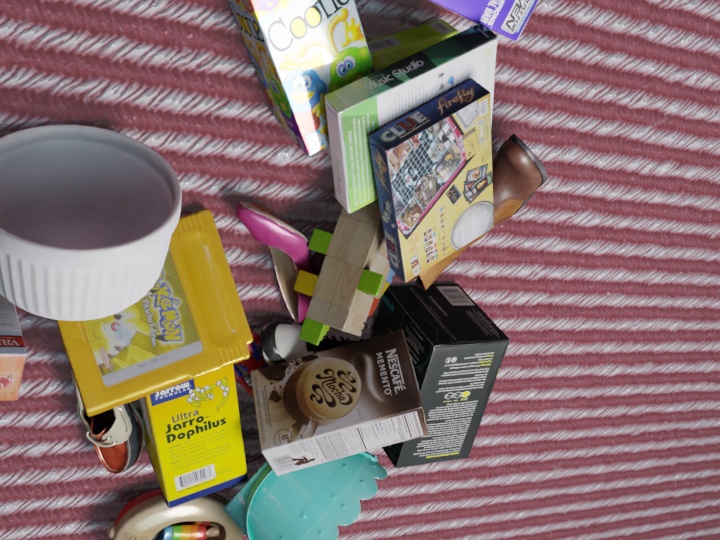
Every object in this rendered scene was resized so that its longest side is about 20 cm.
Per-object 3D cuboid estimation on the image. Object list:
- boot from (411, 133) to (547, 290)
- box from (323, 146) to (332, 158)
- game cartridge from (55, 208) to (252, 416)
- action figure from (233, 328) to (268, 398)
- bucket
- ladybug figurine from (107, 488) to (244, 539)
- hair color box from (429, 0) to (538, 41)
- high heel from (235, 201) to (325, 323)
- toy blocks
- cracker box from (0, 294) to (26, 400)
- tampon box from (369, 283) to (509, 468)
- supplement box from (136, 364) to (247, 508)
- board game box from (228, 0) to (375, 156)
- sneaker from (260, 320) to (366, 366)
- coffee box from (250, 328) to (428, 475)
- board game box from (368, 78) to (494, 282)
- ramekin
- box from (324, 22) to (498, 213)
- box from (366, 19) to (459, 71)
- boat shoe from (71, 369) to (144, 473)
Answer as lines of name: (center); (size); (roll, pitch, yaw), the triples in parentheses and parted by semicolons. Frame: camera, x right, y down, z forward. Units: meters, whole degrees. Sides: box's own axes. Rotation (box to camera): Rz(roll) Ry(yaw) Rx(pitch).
boot: (0.136, -0.070, 1.167); (0.199, 0.069, 0.188); (-40, 172, -8)
box: (0.044, -0.121, 1.075); (0.198, 0.042, 0.039); (20, 110, -36)
game cartridge: (-0.233, 0.043, 1.024); (0.198, 0.032, 0.179); (-19, 89, -18)
action figure: (-0.126, 0.133, 1.210); (0.065, 0.052, 0.200); (-37, 130, 4)
bucket: (-0.076, 0.298, 1.235); (0.208, 0.135, 0.207); (-48, 176, -4)
ladybug figurine: (-0.253, 0.349, 1.264); (0.198, 0.072, 0.137); (16, 113, -38)
hair color box: (0.084, -0.318, 0.980); (0.198, 0.109, 0.065); (12, 115, -35)
high heel: (-0.101, -0.007, 1.114); (0.096, 0.067, 0.200); (-55, 145, -1)
toy blocks: (0.000, 0.000, 1.132); (0.137, 0.099, 0.203); (28, 81, -72)
cracker box: (-0.403, 0.042, 0.877); (0.132, 0.200, 0.058); (5, 119, -32)
tampon box: (0.092, 0.142, 1.274); (0.125, 0.150, 0.202); (-1, 122, -29)
supplement box: (-0.213, 0.172, 1.140); (0.108, 0.109, 0.202); (-16, 128, -20)
board game box: (-0.061, -0.241, 0.950); (0.102, 0.105, 0.201); (-29, 131, -10)
sneaker: (-0.045, 0.100, 1.202); (0.079, 0.075, 0.199); (-22, 153, 39)
coffee box: (-0.025, 0.162, 1.134); (0.197, 0.114, 0.080); (-16, 144, 2)
board game box: (0.083, -0.094, 1.012); (0.134, 0.035, 0.201); (-31, 141, -17)
ramekin: (-0.277, -0.043, 0.901); (0.198, 0.201, 0.106); (-7, 134, -26)
box: (0.057, -0.161, 0.987); (0.198, 0.036, 0.145); (-29, 144, -19)
box: (0.059, -0.183, 1.100); (0.120, 0.048, 0.202); (-19, 128, -16)
boat shoe: (-0.304, 0.170, 1.101); (0.070, 0.063, 0.202); (7, 122, 8)
